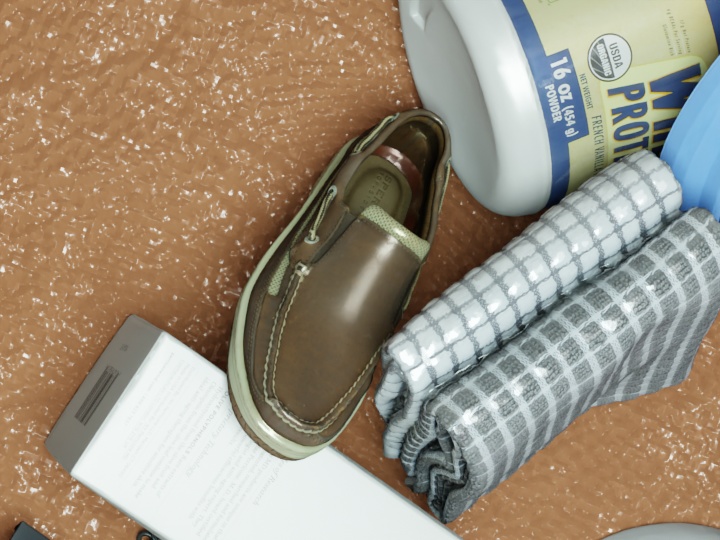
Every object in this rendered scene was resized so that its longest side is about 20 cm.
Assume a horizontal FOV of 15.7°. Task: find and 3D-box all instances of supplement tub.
[{"bbox_3d":[0.132,-0.124,1.274,0.199,0.144,0.145,-21,98,-11],"label":"supplement tub"}]

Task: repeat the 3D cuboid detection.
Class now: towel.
[{"bbox_3d":[0.089,0.041,1.244,0.165,0.200,0.086,-38,78,-10],"label":"towel"}]

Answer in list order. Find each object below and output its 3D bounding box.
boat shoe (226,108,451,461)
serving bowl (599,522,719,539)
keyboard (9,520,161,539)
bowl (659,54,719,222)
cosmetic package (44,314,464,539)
[{"bbox_3d":[-0.005,-0.003,1.230,0.075,0.075,0.203,32,47,-16],"label":"boat shoe"},{"bbox_3d":[0.168,0.234,1.346,0.199,0.066,0.201,-1,93,-15],"label":"serving bowl"},{"bbox_3d":[-0.090,0.187,1.269,0.200,0.021,0.127,37,43,-9],"label":"keyboard"},{"bbox_3d":[0.228,-0.081,1.241,0.200,0.201,0.039,-37,64,-9],"label":"bowl"},{"bbox_3d":[-0.046,0.114,1.265,0.200,0.108,0.085,35,85,-15],"label":"cosmetic package"}]
